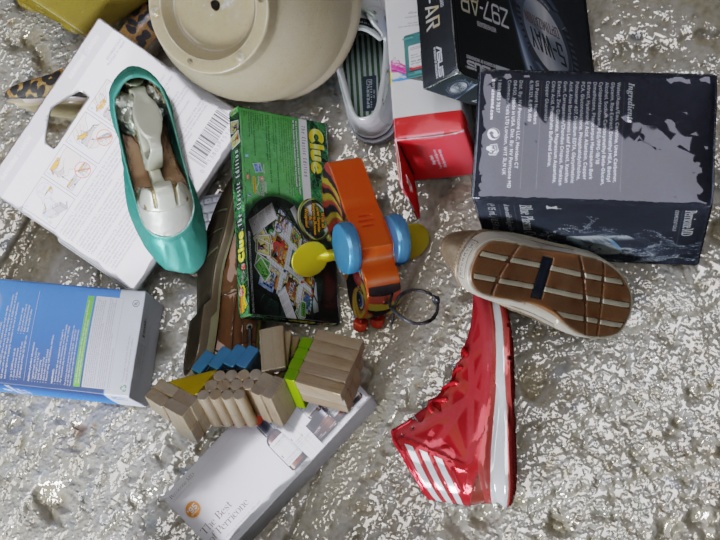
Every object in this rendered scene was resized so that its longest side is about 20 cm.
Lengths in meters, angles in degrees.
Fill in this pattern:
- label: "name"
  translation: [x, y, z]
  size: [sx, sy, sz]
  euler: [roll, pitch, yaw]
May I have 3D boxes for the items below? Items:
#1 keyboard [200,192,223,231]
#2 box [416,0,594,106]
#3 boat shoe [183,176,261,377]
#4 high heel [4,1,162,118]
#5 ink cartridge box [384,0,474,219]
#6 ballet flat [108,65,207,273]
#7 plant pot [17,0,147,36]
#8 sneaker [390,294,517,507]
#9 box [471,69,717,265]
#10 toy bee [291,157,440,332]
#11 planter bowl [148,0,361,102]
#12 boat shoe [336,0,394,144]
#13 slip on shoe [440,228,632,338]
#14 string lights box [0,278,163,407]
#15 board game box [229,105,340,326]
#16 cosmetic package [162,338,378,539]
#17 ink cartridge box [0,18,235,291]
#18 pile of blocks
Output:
- label: "keyboard"
  translation: [-0.166, -0.043, 1.421]
  size: [0.197, 0.011, 0.057]
  euler: [-8, 74, 9]
- label: "box"
  translation: [0.133, -0.224, 1.323]
  size: [0.043, 0.199, 0.162]
  euler: [-19, 68, 44]
- label: "boat shoe"
  translation: [-0.117, 0.012, 1.373]
  size: [0.067, 0.072, 0.202]
  euler: [15, 75, -18]
- label: "high heel"
  translation: [-0.258, -0.229, 1.450]
  size: [0.197, 0.071, 0.144]
  euler: [-5, 81, -8]
- label: "ink cartridge box"
  translation: [0.068, -0.161, 1.353]
  size: [0.066, 0.116, 0.203]
  euler: [-6, 75, 10]
- label: "ballet flat"
  translation: [-0.191, -0.092, 1.343]
  size: [0.067, 0.070, 0.202]
  euler: [-16, 90, -7]
- label: "plant pot"
  translation: [-0.286, -0.351, 1.411]
  size: [0.195, 0.194, 0.201]
  euler: [30, 89, 40]
- label: "sneaker"
  translation: [0.081, 0.111, 1.302]
  size: [0.114, 0.078, 0.203]
  euler: [-3, 74, 8]
- label: "box"
  translation: [0.204, -0.086, 1.266]
  size: [0.197, 0.197, 0.119]
  euler: [2, 76, 11]
- label: "toy bee"
  translation: [0.000, 0.000, 1.336]
  size: [0.129, 0.109, 0.201]
  euler: [7, 48, -7]
- label: "planter bowl"
  translation: [-0.113, -0.248, 1.327]
  size: [0.198, 0.135, 0.203]
  euler: [5, 104, 19]
- label: "boat shoe"
  translation: [0.005, -0.226, 1.408]
  size: [0.073, 0.067, 0.202]
  euler: [-14, 73, 6]
- label: "slip on shoe"
  translation: [0.156, 0.009, 1.281]
  size: [0.060, 0.198, 0.077]
  euler: [28, 102, 57]
- label: "string lights box"
  translation: [-0.298, 0.067, 1.391]
  size: [0.197, 0.059, 0.104]
  euler: [5, 76, 12]
- label: "board game box"
  translation: [-0.072, -0.050, 1.366]
  size: [0.104, 0.023, 0.202]
  euler: [7, 71, -34]
- label: "cosmetic package"
  translation: [-0.082, 0.165, 1.331]
  size: [0.082, 0.051, 0.200]
  euler: [41, 86, 18]
- label: "ink cartridge box"
  translation: [-0.232, -0.110, 1.398]
  size: [0.175, 0.045, 0.201]
  euler: [34, 87, -1]
- label: "pile of blocks"
  translation: [-0.088, 0.104, 1.296]
  size: [0.197, 0.062, 0.083]
  euler: [-9, 51, 7]
